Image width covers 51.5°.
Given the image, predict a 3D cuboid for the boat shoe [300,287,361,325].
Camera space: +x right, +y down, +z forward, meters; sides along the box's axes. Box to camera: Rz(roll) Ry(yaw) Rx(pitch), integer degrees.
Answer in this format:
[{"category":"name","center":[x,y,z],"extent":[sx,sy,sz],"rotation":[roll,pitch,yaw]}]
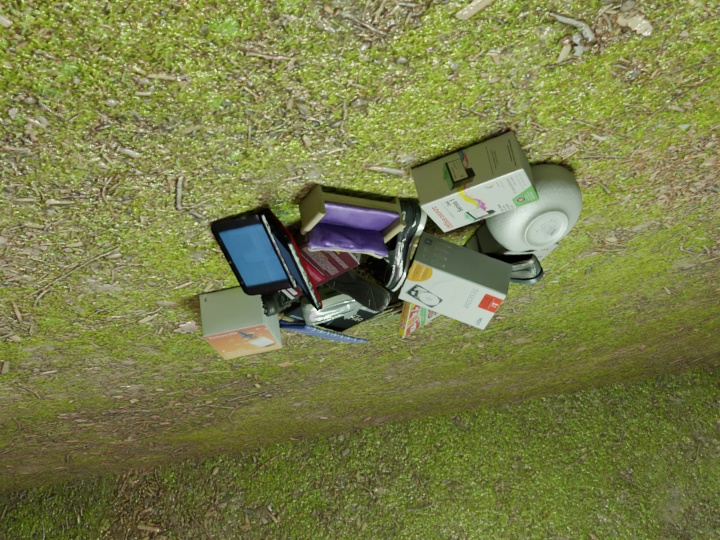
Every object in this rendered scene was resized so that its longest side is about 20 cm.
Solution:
[{"category":"boat shoe","center":[-0.041,0.075,1.689],"extent":[0.198,0.070,0.072],"rotation":[-15,118,-22]}]

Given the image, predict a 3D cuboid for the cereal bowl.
[{"category":"cereal bowl","center":[0.355,-0.109,1.493],"extent":[0.197,0.084,0.202],"rotation":[-10,136,-10]}]

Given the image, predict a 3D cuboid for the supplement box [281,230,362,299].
[{"category":"supplement box","center":[-0.103,-0.027,1.540],"extent":[0.199,0.061,0.109],"rotation":[-26,125,33]}]

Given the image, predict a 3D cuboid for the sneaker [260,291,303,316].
[{"category":"sneaker","center":[-0.168,0.048,1.641],"extent":[0.089,0.067,0.200],"rotation":[-11,-169,3]}]

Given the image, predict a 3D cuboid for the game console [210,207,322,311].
[{"category":"game console","center":[-0.180,-0.005,1.449],"extent":[0.118,0.172,0.201],"rotation":[-31,131,-11]}]

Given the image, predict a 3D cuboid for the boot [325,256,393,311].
[{"category":"boot","center":[0.000,0.000,1.643],"extent":[0.150,0.199,0.074],"rotation":[-37,156,-60]}]

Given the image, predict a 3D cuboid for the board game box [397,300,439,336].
[{"category":"board game box","center":[0.165,0.086,1.856],"extent":[0.199,0.030,0.097],"rotation":[-28,136,-49]}]

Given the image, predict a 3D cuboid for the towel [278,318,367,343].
[{"category":"towel","center":[-0.099,0.156,1.917],"extent":[0.198,0.024,0.144],"rotation":[17,169,-36]}]

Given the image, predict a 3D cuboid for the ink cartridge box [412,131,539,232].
[{"category":"ink cartridge box","center":[0.215,-0.160,1.391],"extent":[0.198,0.085,0.145],"rotation":[-19,156,19]}]

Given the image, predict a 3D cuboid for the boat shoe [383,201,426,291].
[{"category":"boat shoe","center":[0.075,-0.051,1.532],"extent":[0.059,0.076,0.202],"rotation":[8,114,-20]}]

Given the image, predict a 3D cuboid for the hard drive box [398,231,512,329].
[{"category":"hard drive box","center":[0.194,0.023,1.549],"extent":[0.197,0.078,0.157],"rotation":[19,147,2]}]

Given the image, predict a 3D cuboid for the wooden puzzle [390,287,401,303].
[{"category":"wooden puzzle","center":[0.058,0.024,1.821],"extent":[0.183,0.038,0.200],"rotation":[-19,151,20]}]

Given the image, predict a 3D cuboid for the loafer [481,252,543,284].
[{"category":"loafer","center":[0.286,-0.016,1.581],"extent":[0.197,0.072,0.063],"rotation":[2,136,30]}]

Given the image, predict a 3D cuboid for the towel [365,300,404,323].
[{"category":"towel","center":[0.108,0.098,1.943],"extent":[0.147,0.037,0.199],"rotation":[-21,172,23]}]

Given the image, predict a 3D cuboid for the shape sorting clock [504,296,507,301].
[{"category":"shape sorting clock","center":[0.250,0.040,1.768],"extent":[0.197,0.200,0.040],"rotation":[-1,114,-21]}]

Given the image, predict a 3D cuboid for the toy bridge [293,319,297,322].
[{"category":"toy bridge","center":[-0.124,0.093,1.900],"extent":[0.066,0.028,0.200],"rotation":[6,151,-32]}]

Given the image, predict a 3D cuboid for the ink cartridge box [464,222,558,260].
[{"category":"ink cartridge box","center":[0.332,-0.051,1.696],"extent":[0.144,0.087,0.200],"rotation":[0,157,-18]}]

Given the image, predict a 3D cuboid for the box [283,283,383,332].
[{"category":"box","center":[-0.065,0.086,1.819],"extent":[0.159,0.044,0.199],"rotation":[-27,148,35]}]

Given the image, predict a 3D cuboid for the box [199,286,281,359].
[{"category":"box","center":[-0.286,0.126,1.803],"extent":[0.150,0.108,0.200],"rotation":[-11,157,2]}]

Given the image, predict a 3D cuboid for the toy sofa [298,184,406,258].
[{"category":"toy sofa","center":[-0.014,-0.091,1.433],"extent":[0.198,0.099,0.083],"rotation":[6,152,-33]}]
